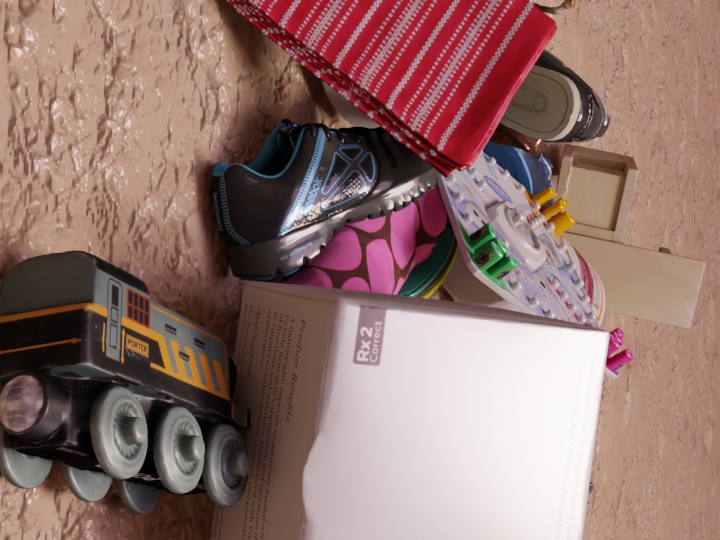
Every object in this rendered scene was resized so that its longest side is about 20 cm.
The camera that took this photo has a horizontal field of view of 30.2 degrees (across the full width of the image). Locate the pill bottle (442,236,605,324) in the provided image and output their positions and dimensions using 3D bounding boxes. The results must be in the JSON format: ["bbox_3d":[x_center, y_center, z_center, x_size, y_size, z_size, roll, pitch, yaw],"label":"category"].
[{"bbox_3d":[0.149,0.011,1.238,0.200,0.113,0.115,32,62,-60],"label":"pill bottle"}]

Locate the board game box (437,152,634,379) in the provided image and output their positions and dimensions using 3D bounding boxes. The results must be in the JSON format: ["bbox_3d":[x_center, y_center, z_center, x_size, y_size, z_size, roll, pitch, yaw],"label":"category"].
[{"bbox_3d":[0.129,-0.032,1.059,0.200,0.026,0.201,35,28,-38],"label":"board game box"}]

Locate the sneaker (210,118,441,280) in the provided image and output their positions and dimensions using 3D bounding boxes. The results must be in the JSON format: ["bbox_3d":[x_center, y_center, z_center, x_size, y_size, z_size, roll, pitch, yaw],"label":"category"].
[{"bbox_3d":[-0.014,-0.070,0.896,0.200,0.073,0.082,-35,114,-35],"label":"sneaker"}]

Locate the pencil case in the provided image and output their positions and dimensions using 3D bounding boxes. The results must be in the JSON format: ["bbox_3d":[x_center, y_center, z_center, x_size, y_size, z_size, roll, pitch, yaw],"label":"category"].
[{"bbox_3d":[0.000,0.000,0.963,0.094,0.091,0.200,44,44,-10],"label":"pencil case"}]

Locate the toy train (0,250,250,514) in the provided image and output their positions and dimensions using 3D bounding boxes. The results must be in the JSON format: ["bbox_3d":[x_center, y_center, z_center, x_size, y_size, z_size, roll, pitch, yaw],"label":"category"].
[{"bbox_3d":[-0.123,0.066,0.722,0.200,0.085,0.115,34,51,-60],"label":"toy train"}]

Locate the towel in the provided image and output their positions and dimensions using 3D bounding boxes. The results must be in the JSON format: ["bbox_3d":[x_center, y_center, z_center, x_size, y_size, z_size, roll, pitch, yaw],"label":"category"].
[{"bbox_3d":[0.023,-0.172,0.885,0.145,0.200,0.022,-55,-175,-21],"label":"towel"}]

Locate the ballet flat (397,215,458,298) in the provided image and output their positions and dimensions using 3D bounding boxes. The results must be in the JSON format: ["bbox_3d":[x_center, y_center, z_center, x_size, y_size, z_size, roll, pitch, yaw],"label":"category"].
[{"bbox_3d":[0.052,-0.032,1.102,0.067,0.066,0.201,92,13,-53],"label":"ballet flat"}]

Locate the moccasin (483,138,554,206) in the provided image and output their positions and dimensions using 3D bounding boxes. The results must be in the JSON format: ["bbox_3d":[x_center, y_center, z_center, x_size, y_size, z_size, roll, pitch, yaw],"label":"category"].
[{"bbox_3d":[0.146,-0.095,1.282,0.068,0.080,0.200,-63,160,-19],"label":"moccasin"}]

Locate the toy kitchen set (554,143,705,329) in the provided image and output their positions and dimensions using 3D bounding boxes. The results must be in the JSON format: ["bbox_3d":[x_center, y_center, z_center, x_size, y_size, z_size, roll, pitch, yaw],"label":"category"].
[{"bbox_3d":[0.278,-0.017,1.440,0.180,0.162,0.201,-46,147,-76],"label":"toy kitchen set"}]

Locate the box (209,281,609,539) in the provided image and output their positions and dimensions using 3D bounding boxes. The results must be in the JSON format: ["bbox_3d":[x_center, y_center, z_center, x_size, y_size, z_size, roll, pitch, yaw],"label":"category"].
[{"bbox_3d":[0.027,0.117,0.821,0.199,0.130,0.200,7,92,-28],"label":"box"}]

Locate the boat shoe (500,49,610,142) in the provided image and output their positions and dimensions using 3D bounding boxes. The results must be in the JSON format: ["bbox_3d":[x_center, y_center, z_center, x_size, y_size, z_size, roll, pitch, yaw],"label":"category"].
[{"bbox_3d":[0.119,-0.160,1.096,0.067,0.200,0.072,-2,121,-43],"label":"boat shoe"}]

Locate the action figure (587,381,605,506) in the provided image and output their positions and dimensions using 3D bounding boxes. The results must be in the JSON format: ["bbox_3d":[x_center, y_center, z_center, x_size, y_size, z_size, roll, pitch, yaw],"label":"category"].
[{"bbox_3d":[0.216,0.194,1.439,0.131,0.069,0.201,70,36,-46],"label":"action figure"}]

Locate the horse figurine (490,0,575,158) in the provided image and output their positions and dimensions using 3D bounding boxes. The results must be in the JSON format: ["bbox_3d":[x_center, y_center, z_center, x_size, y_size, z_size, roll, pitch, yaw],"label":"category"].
[{"bbox_3d":[0.120,-0.197,1.157,0.050,0.132,0.202,-17,108,-58],"label":"horse figurine"}]

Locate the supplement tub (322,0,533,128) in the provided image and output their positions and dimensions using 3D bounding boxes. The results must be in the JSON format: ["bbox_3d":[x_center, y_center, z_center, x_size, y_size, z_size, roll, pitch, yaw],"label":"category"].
[{"bbox_3d":[0.056,-0.206,1.003,0.145,0.144,0.201,60,40,-47],"label":"supplement tub"}]
